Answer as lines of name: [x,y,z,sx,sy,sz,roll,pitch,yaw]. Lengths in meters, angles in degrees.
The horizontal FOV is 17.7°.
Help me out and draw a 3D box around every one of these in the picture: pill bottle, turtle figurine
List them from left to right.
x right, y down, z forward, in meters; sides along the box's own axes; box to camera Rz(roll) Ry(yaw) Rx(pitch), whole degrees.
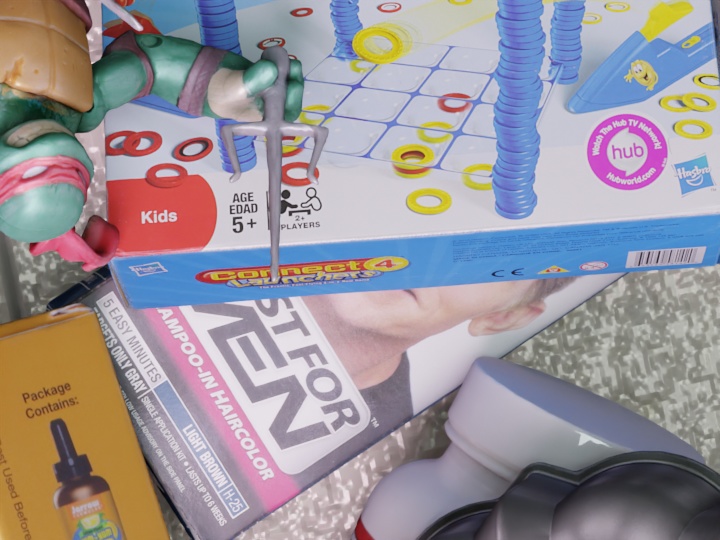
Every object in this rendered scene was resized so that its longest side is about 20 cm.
turtle figurine: [-0.096,-0.081,0.673,0.100,0.149,0.201,-31,60,20]
pill bottle: [0.037,0.137,0.773,0.111,0.112,0.201,22,98,-9]

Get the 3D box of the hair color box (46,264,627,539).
hair color box: [0.000,0.000,0.807,0.199,0.061,0.100,-34,97,-8]

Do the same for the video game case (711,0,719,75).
video game case: [0.211,-0.122,0.779,0.198,0.045,0.183,-4,91,-10]

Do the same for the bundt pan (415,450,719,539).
bundt pan: [0.070,0.151,0.659,0.200,0.076,0.204,-2,83,19]

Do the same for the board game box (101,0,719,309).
board game box: [0.014,-0.095,0.761,0.198,0.056,0.198,-5,72,1]

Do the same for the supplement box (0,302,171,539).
supplement box: [-0.095,0.117,0.740,0.066,0.069,0.202,-15,86,-42]
